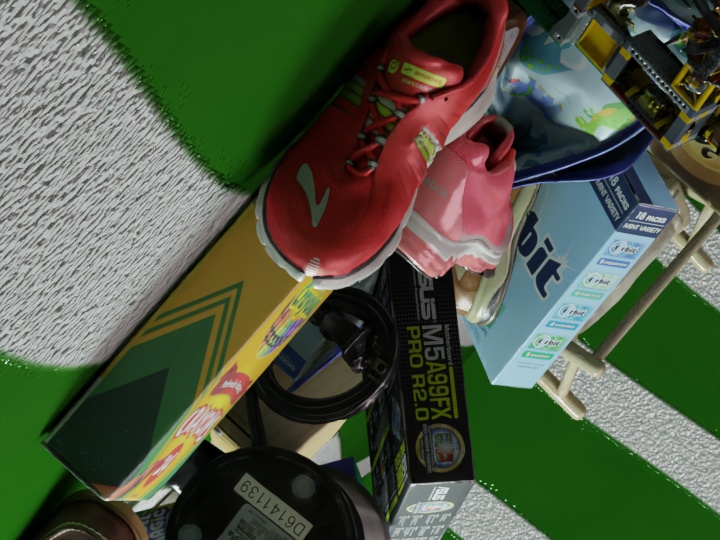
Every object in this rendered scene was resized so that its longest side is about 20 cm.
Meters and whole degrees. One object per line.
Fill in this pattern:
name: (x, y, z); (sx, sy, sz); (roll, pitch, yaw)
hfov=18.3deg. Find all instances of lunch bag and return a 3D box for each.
lunch bag: (0.157, -0.141, 1.452); (0.200, 0.128, 0.170); (-41, -177, 35)

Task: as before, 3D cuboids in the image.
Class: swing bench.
swing bench: (0.174, -0.022, 1.875); (0.199, 0.200, 0.130); (-47, 167, -19)

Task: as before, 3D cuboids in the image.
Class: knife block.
knife block: (-0.036, 0.090, 1.711); (0.176, 0.064, 0.200); (-48, 173, -14)

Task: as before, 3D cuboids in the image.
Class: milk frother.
milk frother: (-0.031, 0.126, 1.411); (0.200, 0.181, 0.188); (-36, 170, 1)

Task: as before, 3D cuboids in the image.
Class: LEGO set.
LEGO set: (0.181, -0.169, 1.239); (0.153, 0.200, 0.116); (-16, 152, -37)

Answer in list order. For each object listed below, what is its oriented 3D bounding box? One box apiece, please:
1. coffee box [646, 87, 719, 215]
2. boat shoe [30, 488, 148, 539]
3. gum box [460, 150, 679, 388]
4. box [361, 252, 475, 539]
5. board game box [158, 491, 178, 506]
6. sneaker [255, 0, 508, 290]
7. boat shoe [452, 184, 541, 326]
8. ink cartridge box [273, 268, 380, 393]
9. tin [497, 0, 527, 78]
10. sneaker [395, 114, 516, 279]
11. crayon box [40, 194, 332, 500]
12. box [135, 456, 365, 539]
coffee box: (0.235, -0.142, 1.578); (0.113, 0.200, 0.080); (-51, 169, 27)
boat shoe: (-0.187, 0.204, 1.358); (0.070, 0.070, 0.200); (-48, 174, -40)
gum box: (0.136, -0.041, 1.679); (0.044, 0.170, 0.200); (7, 133, -34)
box: (0.035, 0.089, 1.501); (0.044, 0.161, 0.200); (-4, 161, -7)
board game box: (-0.139, 0.204, 1.834); (0.200, 0.026, 0.200); (-43, 171, -39)
sneaker: (0.012, -0.079, 1.122); (0.200, 0.077, 0.085); (-57, 173, -33)
boat shoe: (0.091, -0.060, 1.622); (0.076, 0.073, 0.201); (-69, 176, -77)
ink cartridge box: (0.000, 0.000, 1.546); (0.119, 0.042, 0.200); (-40, 166, -44)
tin: (0.035, -0.091, 1.296); (0.112, 0.042, 0.200); (-40, 170, -30)
sneaker: (0.065, -0.047, 1.265); (0.087, 0.074, 0.200); (-52, 172, 13)
crayon box: (-0.078, 0.036, 1.214); (0.200, 0.051, 0.127); (-49, 173, -1)
box: (-0.092, 0.199, 1.565); (0.199, 0.049, 0.118); (-17, -155, 6)
